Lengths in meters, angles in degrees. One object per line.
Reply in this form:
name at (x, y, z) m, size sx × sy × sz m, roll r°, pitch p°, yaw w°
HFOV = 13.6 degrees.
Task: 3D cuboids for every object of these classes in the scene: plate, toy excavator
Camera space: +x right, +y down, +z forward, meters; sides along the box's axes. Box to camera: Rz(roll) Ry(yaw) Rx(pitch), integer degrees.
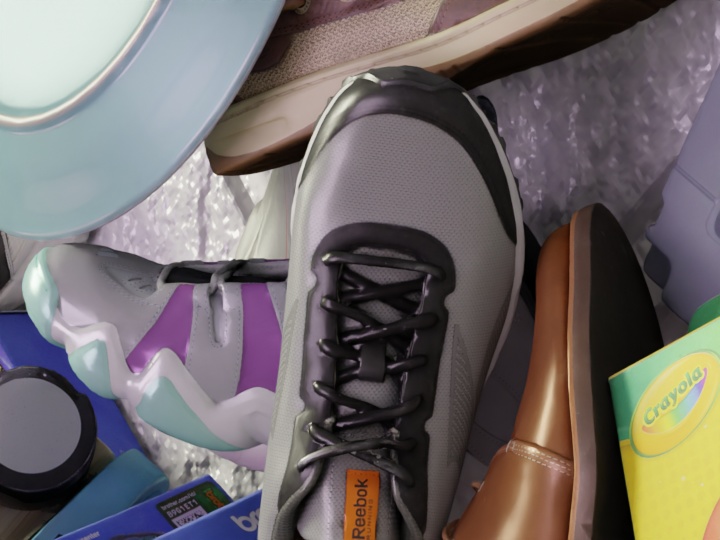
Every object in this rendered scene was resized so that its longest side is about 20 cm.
plate at (-0.087, -0.108, 1.012) m, size 0.200 × 0.026 × 0.201 m, roll -27°, pitch 51°, yaw 40°
toy excavator at (-0.107, 0.165, 1.059) m, size 0.200 × 0.195 × 0.100 m, roll 40°, pitch 156°, yaw 9°

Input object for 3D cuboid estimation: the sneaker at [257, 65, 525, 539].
sneaker at (0.007, 0.037, 0.916) m, size 0.074 × 0.079 × 0.201 m, roll 8°, pitch 107°, yaw 3°

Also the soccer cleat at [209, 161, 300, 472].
soccer cleat at (-0.003, -0.020, 1.050) m, size 0.077 × 0.069 × 0.201 m, roll 27°, pitch 108°, yaw 14°

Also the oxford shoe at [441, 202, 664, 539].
oxford shoe at (0.054, 0.071, 0.901) m, size 0.071 × 0.071 × 0.201 m, roll -10°, pitch 57°, yaw 28°

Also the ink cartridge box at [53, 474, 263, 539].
ink cartridge box at (-0.017, 0.137, 0.989) m, size 0.200 × 0.119 × 0.042 m, roll 41°, pitch 127°, yaw 24°

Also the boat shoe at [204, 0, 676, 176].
boat shoe at (0.028, -0.095, 0.958) m, size 0.199 × 0.072 × 0.072 m, roll -23°, pitch 84°, yaw 26°

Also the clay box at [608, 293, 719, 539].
clay box at (0.131, 0.077, 0.822) m, size 0.115 × 0.047 × 0.201 m, roll -33°, pitch 55°, yaw 40°

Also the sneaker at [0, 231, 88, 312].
sneaker at (-0.187, 0.013, 1.237) m, size 0.076 × 0.087 × 0.200 m, roll 54°, pitch 130°, yaw 30°

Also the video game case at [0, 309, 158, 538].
video game case at (-0.130, 0.149, 1.208) m, size 0.200 × 0.045 × 0.182 m, roll 57°, pitch 130°, yaw 30°

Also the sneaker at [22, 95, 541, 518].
sneaker at (0.000, 0.000, 0.986) m, size 0.078 × 0.199 × 0.140 m, roll -78°, pitch 13°, yaw -72°

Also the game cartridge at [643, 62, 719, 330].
game cartridge at (0.164, -0.047, 0.871) m, size 0.133 × 0.041 × 0.201 m, roll 48°, pitch 125°, yaw 41°
